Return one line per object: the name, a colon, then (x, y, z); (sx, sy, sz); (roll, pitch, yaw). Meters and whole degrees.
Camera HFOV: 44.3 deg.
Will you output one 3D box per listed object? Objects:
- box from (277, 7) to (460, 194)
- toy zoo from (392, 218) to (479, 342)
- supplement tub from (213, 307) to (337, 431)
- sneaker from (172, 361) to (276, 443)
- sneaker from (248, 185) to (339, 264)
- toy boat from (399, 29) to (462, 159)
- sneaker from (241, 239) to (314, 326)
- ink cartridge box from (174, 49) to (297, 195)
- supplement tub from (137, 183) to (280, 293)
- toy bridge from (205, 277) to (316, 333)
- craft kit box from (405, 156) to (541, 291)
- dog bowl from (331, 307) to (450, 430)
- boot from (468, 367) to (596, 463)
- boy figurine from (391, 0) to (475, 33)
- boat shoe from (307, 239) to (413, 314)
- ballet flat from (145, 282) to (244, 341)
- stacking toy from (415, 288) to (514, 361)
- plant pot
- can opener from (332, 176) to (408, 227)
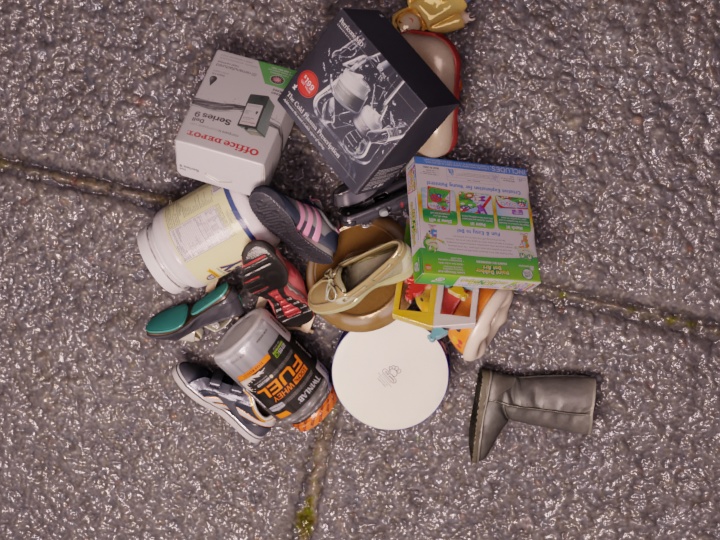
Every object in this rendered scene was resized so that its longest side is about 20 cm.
box: (0.009, -0.250, 1.303); (0.200, 0.104, 0.182); (51, 123, 13)
toy zoo: (0.123, 0.016, 1.382); (0.130, 0.020, 0.201); (6, 66, 9)
supplement tub: (-0.137, 0.169, 1.477); (0.122, 0.123, 0.200); (-41, 108, 11)
sneaker: (-0.227, 0.208, 1.527); (0.200, 0.079, 0.079); (39, 107, -14)
sneaker: (-0.101, -0.090, 1.388); (0.070, 0.200, 0.082); (1, 62, 34)
toy boat: (0.113, -0.278, 1.383); (0.130, 0.130, 0.201); (20, 123, 35)
sneaker: (-0.140, 0.007, 1.429); (0.073, 0.087, 0.200); (-20, 137, 9)
ink cartridge box: (-0.187, -0.230, 1.378); (0.145, 0.084, 0.201); (15, 58, 2)
supplement tub: (-0.246, -0.061, 1.441); (0.199, 0.145, 0.145); (-28, 97, 10)
toy bridge: (-0.173, 0.069, 1.520); (0.199, 0.027, 0.068); (23, 104, 0)
craft kit box: (0.174, -0.072, 1.372); (0.199, 0.049, 0.199); (5, 65, -17)
dog bowl: (0.052, 0.163, 1.491); (0.199, 0.079, 0.201); (1, 101, 5)
boot: (0.291, 0.254, 1.500); (0.199, 0.073, 0.183); (8, 103, -3)
boy figurine: (0.121, -0.428, 1.381); (0.200, 0.064, 0.125); (-34, 99, 8)
boat shoe: (-0.006, 0.007, 1.384); (0.200, 0.063, 0.074); (-22, 57, 24)
ballet flat: (-0.277, 0.086, 1.505); (0.199, 0.073, 0.073); (-25, 98, 26)
stacking toy: (0.139, 0.043, 1.455); (0.199, 0.146, 0.147); (30, 103, 18)
plant pot: (0.000, 0.000, 1.449); (0.199, 0.027, 0.201); (-4, 76, 16)
can opener: (0.055, -0.121, 1.428); (0.199, 0.079, 0.064); (-16, 58, -8)
